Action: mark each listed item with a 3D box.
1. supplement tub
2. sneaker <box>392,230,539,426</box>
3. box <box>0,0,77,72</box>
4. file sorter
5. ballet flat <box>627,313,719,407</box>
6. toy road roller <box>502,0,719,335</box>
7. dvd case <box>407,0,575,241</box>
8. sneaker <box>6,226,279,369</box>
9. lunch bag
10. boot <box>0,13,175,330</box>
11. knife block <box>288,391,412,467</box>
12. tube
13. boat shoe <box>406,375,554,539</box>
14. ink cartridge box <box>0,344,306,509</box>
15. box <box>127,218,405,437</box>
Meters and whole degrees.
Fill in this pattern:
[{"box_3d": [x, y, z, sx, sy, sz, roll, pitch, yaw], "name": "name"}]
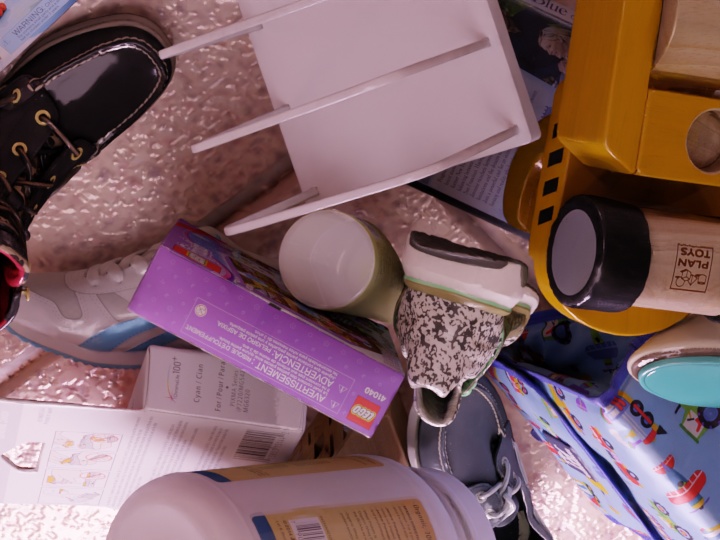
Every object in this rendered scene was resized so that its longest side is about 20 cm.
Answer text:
[{"box_3d": [-0.032, 0.180, 1.317, 0.199, 0.145, 0.145, -1, 133, -40], "name": "supplement tub"}, {"box_3d": [0.044, 0.036, 1.214, 0.076, 0.200, 0.089, 18, 85, 10], "name": "sneaker"}, {"box_3d": [-0.228, -0.166, 1.237, 0.200, 0.038, 0.136, -39, 119, 22], "name": "box"}, {"box_3d": [-0.024, -0.130, 1.152, 0.138, 0.124, 0.201, -15, 97, 31], "name": "file sorter"}, {"box_3d": [0.225, 0.046, 1.269, 0.199, 0.070, 0.070, 15, 125, -30], "name": "ballet flat"}, {"box_3d": [0.144, -0.067, 1.194, 0.122, 0.146, 0.201, 6, 98, -25], "name": "toy road roller"}, {"box_3d": [0.095, -0.082, 1.286, 0.199, 0.018, 0.143, 25, 128, 2], "name": "dvd case"}, {"box_3d": [-0.115, 0.014, 1.361, 0.198, 0.077, 0.081, 5, 106, -6], "name": "sneaker"}, {"box_3d": [0.157, 0.090, 1.375, 0.151, 0.200, 0.094, 48, 71, -18], "name": "lunch bag"}, {"box_3d": [-0.185, -0.045, 1.258, 0.199, 0.151, 0.073, -27, 123, 16], "name": "boot"}, {"box_3d": [0.029, 0.167, 1.478, 0.175, 0.064, 0.200, 22, 121, -19], "name": "knife block"}, {"box_3d": [0.000, 0.000, 1.269, 0.052, 0.200, 0.058, 10, 91, 10], "name": "tube"}, {"box_3d": [0.082, 0.130, 1.431, 0.073, 0.062, 0.201, -42, 140, -22], "name": "boat shoe"}, {"box_3d": [-0.133, 0.097, 1.369, 0.175, 0.045, 0.200, 7, 157, -10], "name": "ink cartridge box"}, {"box_3d": [-0.049, 0.026, 1.226, 0.136, 0.200, 0.039, 28, 94, -4], "name": "box"}]
